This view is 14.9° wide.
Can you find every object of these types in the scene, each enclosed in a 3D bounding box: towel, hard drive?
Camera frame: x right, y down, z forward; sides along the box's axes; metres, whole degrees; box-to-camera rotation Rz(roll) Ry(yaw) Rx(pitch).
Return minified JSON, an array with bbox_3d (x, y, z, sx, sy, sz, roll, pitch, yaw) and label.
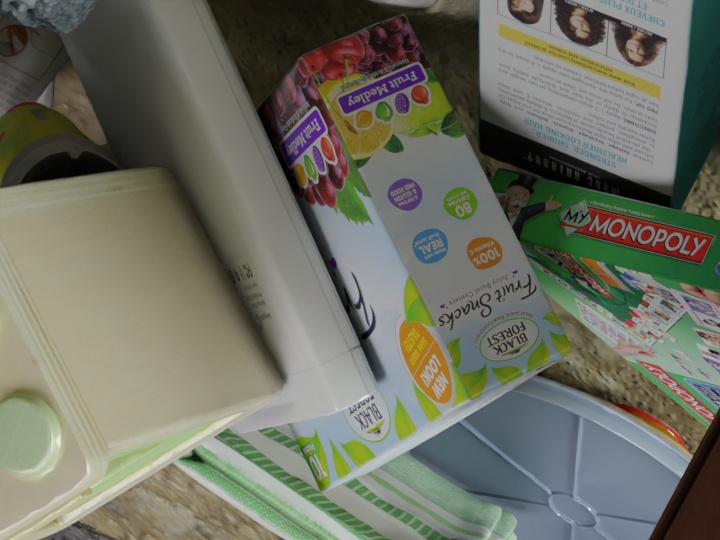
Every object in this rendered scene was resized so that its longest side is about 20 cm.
[{"bbox_3d":[-0.007,0.097,1.242,0.152,0.023,0.200,32,-169,7],"label":"towel"},{"bbox_3d":[-0.062,-0.035,1.087,0.200,0.027,0.132,66,160,-2],"label":"hard drive"}]

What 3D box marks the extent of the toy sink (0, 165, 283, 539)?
[{"bbox_3d":[-0.142,0.046,1.004,0.130,0.200,0.112,-32,81,26],"label":"toy sink"}]

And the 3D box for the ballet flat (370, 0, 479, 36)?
[{"bbox_3d":[-0.008,-0.142,0.987,0.067,0.062,0.200,10,146,39],"label":"ballet flat"}]

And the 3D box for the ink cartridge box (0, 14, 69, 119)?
[{"bbox_3d":[-0.211,-0.095,1.138,0.162,0.200,0.050,27,-169,-42],"label":"ink cartridge box"}]

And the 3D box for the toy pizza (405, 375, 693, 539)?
[{"bbox_3d":[0.108,0.103,1.306,0.200,0.032,0.200,25,152,14],"label":"toy pizza"}]

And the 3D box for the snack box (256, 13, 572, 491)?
[{"bbox_3d":[0.000,0.000,1.087,0.142,0.053,0.200,62,159,5],"label":"snack box"}]

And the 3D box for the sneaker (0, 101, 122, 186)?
[{"bbox_3d":[-0.131,0.016,1.183,0.090,0.078,0.200,-125,34,-49],"label":"sneaker"}]

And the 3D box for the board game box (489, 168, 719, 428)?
[{"bbox_3d":[0.148,0.029,1.068,0.134,0.029,0.200,17,165,44],"label":"board game box"}]

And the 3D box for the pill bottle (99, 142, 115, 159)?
[{"bbox_3d":[-0.115,0.021,1.325,0.114,0.114,0.200,35,153,-4],"label":"pill bottle"}]

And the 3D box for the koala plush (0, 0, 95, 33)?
[{"bbox_3d":[-0.204,-0.065,1.035,0.184,0.177,0.200,30,146,21],"label":"koala plush"}]

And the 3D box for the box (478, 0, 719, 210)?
[{"bbox_3d":[0.087,-0.100,0.965,0.082,0.049,0.200,24,152,16],"label":"box"}]

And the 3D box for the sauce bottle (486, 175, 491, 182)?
[{"bbox_3d":[0.009,0.011,1.229,0.065,0.065,0.200,35,155,-3],"label":"sauce bottle"}]

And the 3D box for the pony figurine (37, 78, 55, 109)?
[{"bbox_3d":[-0.229,-0.055,1.280,0.166,0.200,0.193,25,138,31],"label":"pony figurine"}]

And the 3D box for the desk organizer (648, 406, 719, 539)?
[{"bbox_3d":[0.182,0.041,0.931,0.077,0.200,0.072,-6,133,49],"label":"desk organizer"}]
